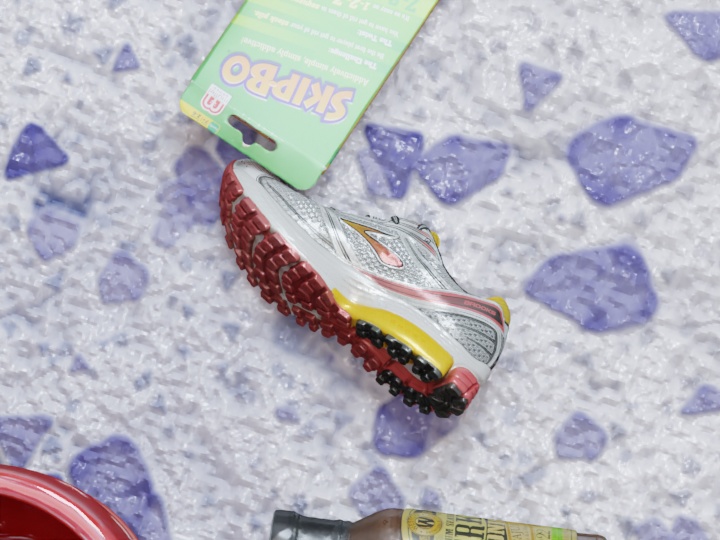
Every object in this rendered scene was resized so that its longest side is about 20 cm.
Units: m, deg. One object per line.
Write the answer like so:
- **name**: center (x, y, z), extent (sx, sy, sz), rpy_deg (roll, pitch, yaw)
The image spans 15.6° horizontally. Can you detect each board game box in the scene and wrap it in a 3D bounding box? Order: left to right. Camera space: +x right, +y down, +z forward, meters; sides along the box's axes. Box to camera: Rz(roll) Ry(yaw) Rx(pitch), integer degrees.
- **board game box**: center (-0.016, -0.150, 1.552), extent (0.095, 0.030, 0.200), rpy_deg (33, 78, 1)

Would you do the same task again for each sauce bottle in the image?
- **sauce bottle**: center (0.045, 0.174, 1.545), extent (0.200, 0.065, 0.065), rpy_deg (6, 90, -1)

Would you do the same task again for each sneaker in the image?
- **sneaker**: center (0.000, 0.000, 1.552), extent (0.200, 0.078, 0.082), rpy_deg (38, 63, 5)

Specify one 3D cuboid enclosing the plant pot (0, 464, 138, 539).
- **plant pot**: center (-0.207, 0.205, 1.489), extent (0.200, 0.182, 0.201), rpy_deg (0, 90, 1)
